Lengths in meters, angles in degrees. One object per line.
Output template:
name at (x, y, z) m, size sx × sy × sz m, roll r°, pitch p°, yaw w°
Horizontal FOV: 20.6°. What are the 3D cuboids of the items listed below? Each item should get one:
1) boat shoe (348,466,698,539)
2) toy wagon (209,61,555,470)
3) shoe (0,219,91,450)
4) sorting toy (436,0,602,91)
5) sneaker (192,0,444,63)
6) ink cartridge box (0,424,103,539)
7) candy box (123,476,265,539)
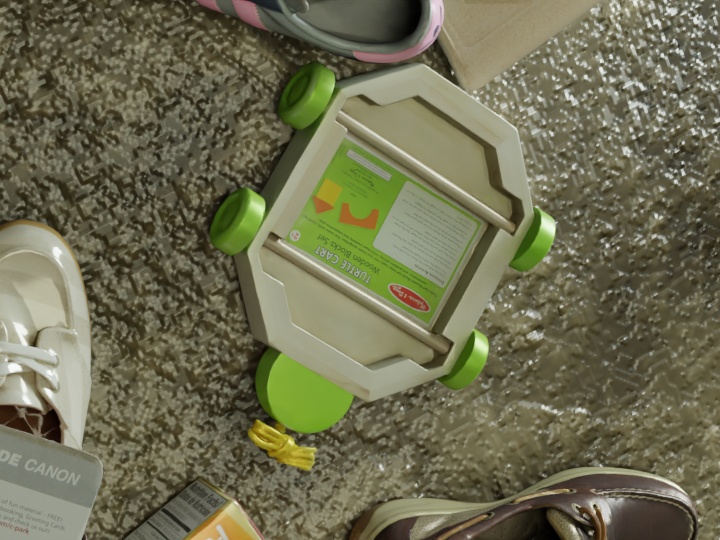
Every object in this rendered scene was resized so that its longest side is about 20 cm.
boat shoe at (0.095, 0.145, 1.012) m, size 0.199 × 0.072 × 0.072 m, roll 0°, pitch 98°, yaw -25°
toy wagon at (0.000, 0.000, 0.965) m, size 0.155 × 0.040 × 0.200 m, roll 31°, pitch 85°, yaw -25°
shoe at (-0.154, 0.078, 0.898) m, size 0.070 × 0.053 × 0.201 m, roll 3°, pitch 97°, yaw -25°
sorting toy at (0.077, -0.217, 0.973) m, size 0.185 × 0.036 × 0.200 m, roll -36°, pitch 115°, yaw -16°
sneaker at (-0.052, -0.147, 0.886) m, size 0.199 × 0.082 × 0.070 m, roll 17°, pitch 96°, yaw -16°
ink cartridge box at (-0.222, 0.127, 0.825) m, size 0.199 × 0.084 × 0.176 m, roll 19°, pitch 90°, yaw -7°
candy box at (-0.112, 0.207, 0.936) m, size 0.200 × 0.055 × 0.116 m, roll -39°, pitch 111°, yaw -15°
